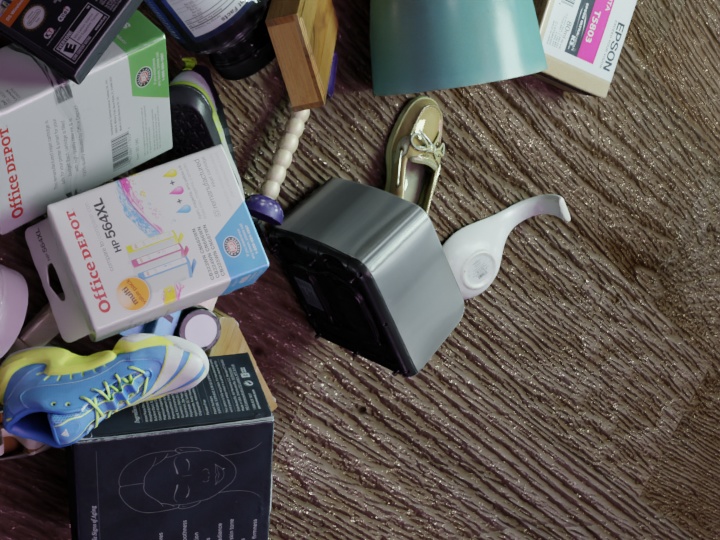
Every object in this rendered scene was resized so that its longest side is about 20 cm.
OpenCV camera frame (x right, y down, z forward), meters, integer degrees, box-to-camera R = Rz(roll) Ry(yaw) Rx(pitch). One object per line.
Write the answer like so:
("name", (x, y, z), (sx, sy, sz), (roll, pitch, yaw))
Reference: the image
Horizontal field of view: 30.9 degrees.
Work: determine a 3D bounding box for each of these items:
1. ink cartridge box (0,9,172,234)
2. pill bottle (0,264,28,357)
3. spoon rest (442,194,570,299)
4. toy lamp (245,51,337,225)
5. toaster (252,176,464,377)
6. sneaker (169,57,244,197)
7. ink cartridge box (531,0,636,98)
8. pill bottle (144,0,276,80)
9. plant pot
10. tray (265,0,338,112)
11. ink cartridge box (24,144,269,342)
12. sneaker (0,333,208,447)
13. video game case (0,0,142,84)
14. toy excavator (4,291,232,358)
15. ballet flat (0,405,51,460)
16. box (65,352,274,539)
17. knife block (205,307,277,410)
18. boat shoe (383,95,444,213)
("ink cartridge box", (-0.281, -0.145, 1.216), (0.200, 0.084, 0.146), (-31, 148, -28))
("pill bottle", (-0.410, 0.012, 1.174), (0.200, 0.114, 0.115), (28, 87, -42))
("spoon rest", (0.178, -0.036, 1.705), (0.200, 0.061, 0.100), (-33, 124, -11))
("toy lamp", (-0.076, -0.152, 1.428), (0.058, 0.058, 0.201), (29, 78, -42))
("toaster", (0.000, 0.000, 1.477), (0.119, 0.180, 0.200), (-44, 130, -23))
("sneaker", (-0.157, -0.133, 1.365), (0.201, 0.071, 0.083), (83, 14, -45))
("ink cartridge box", (0.268, -0.337, 1.651), (0.164, 0.075, 0.201), (12, 97, -41))
("pill bottle", (-0.159, -0.286, 1.281), (0.112, 0.112, 0.200), (-51, 131, -14))
("plant pot", (0.099, -0.291, 1.452), (0.200, 0.200, 0.162), (-17, 103, -35))
("tray", (-0.056, -0.254, 1.341), (0.037, 0.200, 0.099), (-11, 122, 12))
("ink cartridge box", (-0.209, -0.019, 1.250), (0.199, 0.125, 0.129), (-22, 88, -15))
("sneaker", (-0.241, 0.121, 1.212), (0.199, 0.105, 0.076), (-6, 132, 1))
("video game case", (-0.266, -0.293, 1.161), (0.200, 0.180, 0.026), (-56, 172, -10))
("toy excavator", (-0.249, 0.034, 1.347), (0.199, 0.100, 0.195), (19, 94, -29))
("ballet flat", (-0.356, 0.168, 1.309), (0.199, 0.064, 0.068), (-8, 110, -39))
("box", (-0.199, 0.205, 1.333), (0.196, 0.124, 0.201), (-5, 122, -17))
("knife block", (-0.188, 0.160, 1.449), (0.175, 0.064, 0.201), (-39, 127, -24))
("boat shoe", (0.066, -0.109, 1.563), (0.073, 0.063, 0.202), (21, 86, -41))
